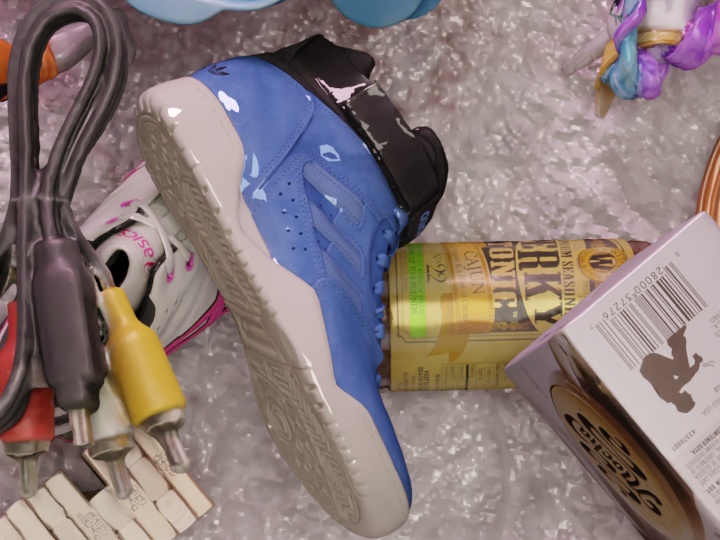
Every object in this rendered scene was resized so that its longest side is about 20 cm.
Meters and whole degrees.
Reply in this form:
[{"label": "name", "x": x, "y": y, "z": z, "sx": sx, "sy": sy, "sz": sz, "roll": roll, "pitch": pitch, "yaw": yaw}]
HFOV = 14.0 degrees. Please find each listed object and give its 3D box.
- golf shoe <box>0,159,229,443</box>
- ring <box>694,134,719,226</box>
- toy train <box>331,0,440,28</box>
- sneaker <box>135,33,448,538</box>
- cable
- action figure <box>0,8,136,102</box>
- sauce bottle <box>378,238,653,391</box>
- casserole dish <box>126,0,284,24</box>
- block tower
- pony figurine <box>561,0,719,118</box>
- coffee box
[{"label": "golf shoe", "x": -0.078, "y": -0.007, "z": 1.218, "sx": 0.073, "sy": 0.092, "sz": 0.200, "roll": 40, "pitch": 81, "yaw": 2}, {"label": "ring", "x": 0.244, "y": -0.011, "z": 1.285, "sx": 0.200, "sy": 0.019, "sz": 0.201, "roll": 1, "pitch": 85, "yaw": -6}, {"label": "toy train", "x": 0.039, "y": -0.200, "z": 1.195, "sx": 0.085, "sy": 0.116, "sz": 0.200, "roll": 22, "pitch": 116, "yaw": -4}, {"label": "sneaker", "x": 0.000, "y": 0.000, "z": 1.171, "sx": 0.111, "sy": 0.077, "sz": 0.200, "roll": -23, "pitch": 79, "yaw": -22}, {"label": "cable", "x": -0.123, "y": -0.008, "z": 1.160, "sx": 0.097, "sy": 0.050, "sz": 0.200, "roll": -10, "pitch": 76, "yaw": 13}, {"label": "action figure", "x": -0.204, "y": -0.118, "z": 1.170, "sx": 0.200, "sy": 0.105, "sz": 0.193, "roll": 52, "pitch": 43, "yaw": 2}, {"label": "sauce bottle", "x": 0.090, "y": 0.017, "z": 1.239, "sx": 0.200, "sy": 0.065, "sz": 0.065, "roll": -3, "pitch": 85, "yaw": -2}, {"label": "casserole dish", "x": -0.043, "y": -0.194, "z": 1.179, "sx": 0.121, "sy": 0.039, "sz": 0.200, "roll": 19, "pitch": 93, "yaw": 23}, {"label": "block tower", "x": -0.155, "y": 0.140, "z": 1.217, "sx": 0.200, "sy": 0.054, "sz": 0.058, "roll": -40, "pitch": 89, "yaw": -8}, {"label": "pony figurine", "x": 0.174, "y": -0.162, "z": 1.232, "sx": 0.193, "sy": 0.167, "sz": 0.200, "roll": 3, "pitch": 86, "yaw": 34}, {"label": "coffee box", "x": 0.157, "y": 0.084, "z": 1.146, "sx": 0.080, "sy": 0.113, "sz": 0.200, "roll": -39, "pitch": 89, "yaw": -12}]
